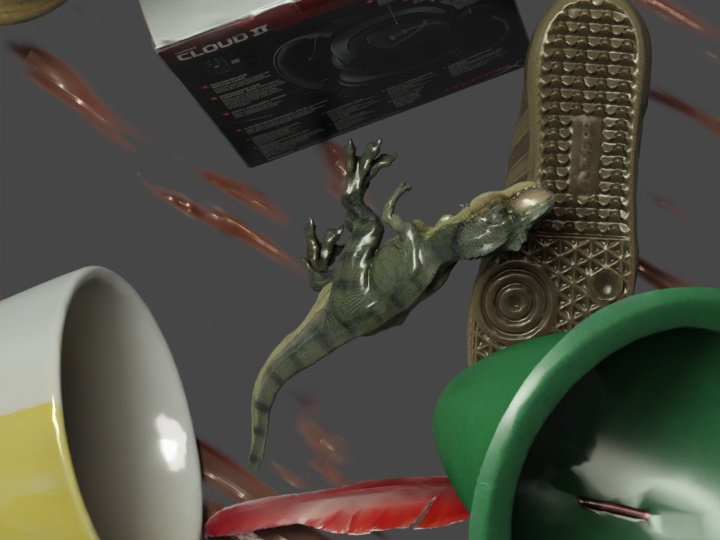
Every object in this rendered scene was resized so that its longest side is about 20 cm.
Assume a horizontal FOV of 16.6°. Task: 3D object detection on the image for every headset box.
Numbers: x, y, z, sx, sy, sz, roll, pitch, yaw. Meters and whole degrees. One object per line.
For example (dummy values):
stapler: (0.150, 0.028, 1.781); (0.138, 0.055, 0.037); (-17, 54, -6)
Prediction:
headset box: (-0.013, -0.127, 1.083); (0.149, 0.200, 0.077); (-21, 73, 6)

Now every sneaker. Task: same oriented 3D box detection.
sneaker: (0.095, -0.028, 1.111); (0.070, 0.076, 0.200); (13, 100, 4)

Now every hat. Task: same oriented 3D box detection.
hat: (0.060, 0.059, 1.084); (0.176, 0.200, 0.166); (31, 126, 50)

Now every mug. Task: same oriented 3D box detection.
mug: (-0.171, 0.095, 1.076); (0.153, 0.187, 0.150); (-13, 113, 16)

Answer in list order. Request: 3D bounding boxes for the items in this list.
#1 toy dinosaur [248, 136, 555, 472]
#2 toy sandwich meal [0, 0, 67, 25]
toy dinosaur: (0.000, 0.000, 1.100); (0.200, 0.047, 0.088); (-42, 45, 32)
toy sandwich meal: (-0.203, -0.208, 1.176); (0.070, 0.205, 0.206); (-17, 69, 43)
